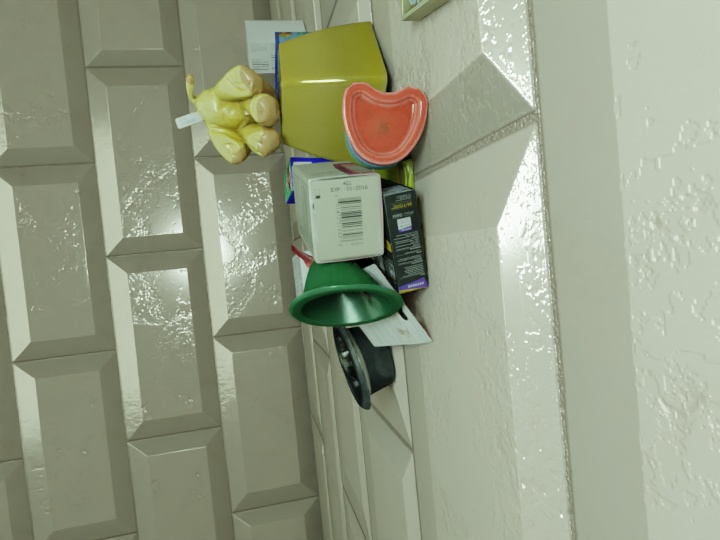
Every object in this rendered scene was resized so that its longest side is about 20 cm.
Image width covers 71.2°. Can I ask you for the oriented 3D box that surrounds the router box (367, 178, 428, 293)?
[{"bbox_3d":[0.047,-0.067,0.848,0.200,0.052,0.157,-131,29,-69],"label":"router box"}]

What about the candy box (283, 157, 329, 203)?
[{"bbox_3d":[-0.082,-0.199,1.140,0.200,0.169,0.077,170,97,-77],"label":"candy box"}]

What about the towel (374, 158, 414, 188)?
[{"bbox_3d":[0.055,-0.150,0.897,0.200,0.018,0.086,-145,51,-74],"label":"towel"}]

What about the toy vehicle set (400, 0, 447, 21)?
[{"bbox_3d":[0.091,-0.390,0.603,0.200,0.026,0.124,-137,43,-71],"label":"toy vehicle set"}]

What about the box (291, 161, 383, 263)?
[{"bbox_3d":[-0.041,-0.103,0.818,0.200,0.109,0.128,-128,32,-68],"label":"box"}]

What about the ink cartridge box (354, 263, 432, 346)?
[{"bbox_3d":[0.036,0.055,0.880,0.162,0.050,0.200,53,151,-8],"label":"ink cartridge box"}]

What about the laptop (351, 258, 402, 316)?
[{"bbox_3d":[0.000,0.000,1.021,0.187,0.116,0.200,59,-161,-15],"label":"laptop"}]

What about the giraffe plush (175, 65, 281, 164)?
[{"bbox_3d":[-0.220,-0.303,0.957,0.162,0.200,0.173,-53,-34,-58],"label":"giraffe plush"}]

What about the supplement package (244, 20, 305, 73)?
[{"bbox_3d":[-0.283,-0.759,1.704,0.111,0.200,0.156,100,160,-50],"label":"supplement package"}]

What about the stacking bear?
[{"bbox_3d":[0.027,-0.218,0.810,0.200,0.121,0.114,-116,30,-82],"label":"stacking bear"}]

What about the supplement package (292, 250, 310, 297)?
[{"bbox_3d":[-0.087,0.025,1.301,0.200,0.152,0.151,165,98,-77],"label":"supplement package"}]

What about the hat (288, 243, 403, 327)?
[{"bbox_3d":[-0.039,-0.016,0.807,0.166,0.200,0.176,64,-161,-62],"label":"hat"}]

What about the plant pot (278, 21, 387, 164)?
[{"bbox_3d":[-0.065,-0.332,0.952,0.200,0.176,0.200,101,164,-51],"label":"plant pot"}]

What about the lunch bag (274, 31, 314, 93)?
[{"bbox_3d":[-0.147,-0.515,1.321,0.200,0.150,0.094,112,149,-65],"label":"lunch bag"}]

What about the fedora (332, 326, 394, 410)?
[{"bbox_3d":[0.013,0.182,1.051,0.201,0.092,0.201,163,90,-76],"label":"fedora"}]
